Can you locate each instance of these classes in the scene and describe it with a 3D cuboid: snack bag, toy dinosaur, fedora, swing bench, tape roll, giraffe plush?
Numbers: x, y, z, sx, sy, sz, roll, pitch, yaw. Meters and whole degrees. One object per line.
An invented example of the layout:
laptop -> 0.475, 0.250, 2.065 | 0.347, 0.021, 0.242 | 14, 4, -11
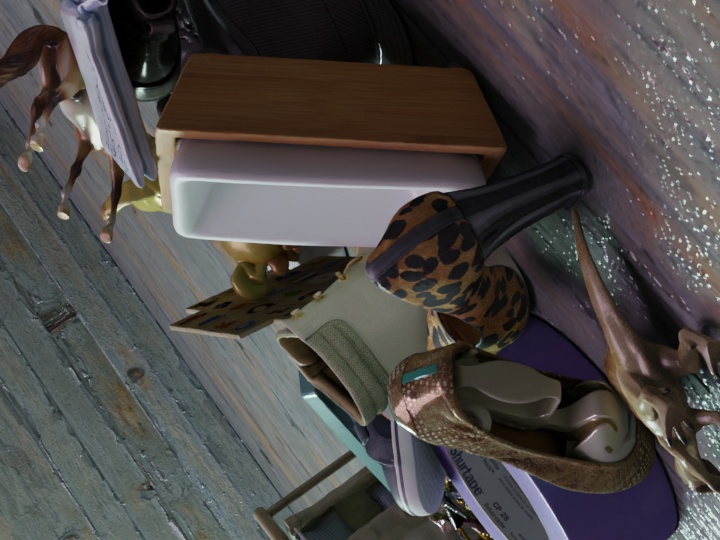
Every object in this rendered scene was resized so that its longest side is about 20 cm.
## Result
snack bag -> -0.173, -0.161, 0.776 | 0.189, 0.021, 0.202 | -139, 34, -67
toy dinosaur -> 0.160, 0.060, 0.690 | 0.201, 0.058, 0.101 | 60, 166, -12
fedora -> -0.059, -0.173, 0.834 | 0.201, 0.090, 0.177 | 55, 166, 5
swing bench -> 0.027, 0.276, 1.297 | 0.130, 0.198, 0.200 | 62, 164, -22
tape roll -> 0.128, 0.135, 0.901 | 0.200, 0.085, 0.200 | 50, 165, 19
giraffe plush -> -0.109, -0.070, 1.095 | 0.162, 0.173, 0.200 | 37, -162, -3

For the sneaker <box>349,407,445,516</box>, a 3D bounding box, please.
sneaker -> 0.020, 0.105, 1.015 | 0.078, 0.079, 0.202 | 43, -143, -55

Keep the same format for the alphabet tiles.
alphabet tiles -> -0.066, 0.021, 1.076 | 0.199, 0.166, 0.006 | 2, 114, 57

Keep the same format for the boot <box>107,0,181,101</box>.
boot -> -0.145, -0.214, 0.788 | 0.174, 0.069, 0.202 | 125, 128, -73

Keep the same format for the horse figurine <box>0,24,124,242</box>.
horse figurine -> -0.208, -0.115, 0.915 | 0.049, 0.134, 0.200 | 1, 153, 16

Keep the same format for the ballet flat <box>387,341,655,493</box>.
ballet flat -> 0.112, 0.088, 0.744 | 0.065, 0.198, 0.071 | -39, 45, 51

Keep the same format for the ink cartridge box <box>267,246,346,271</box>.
ink cartridge box -> -0.048, 0.017, 1.287 | 0.109, 0.050, 0.201 | 45, 163, 35

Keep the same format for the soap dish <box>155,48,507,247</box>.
soap dish -> -0.024, -0.071, 0.769 | 0.157, 0.198, 0.082 | 117, 155, -75

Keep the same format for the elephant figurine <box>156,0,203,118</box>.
elephant figurine -> -0.109, -0.139, 0.951 | 0.201, 0.154, 0.142 | 58, 158, 14

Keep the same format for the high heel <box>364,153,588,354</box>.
high heel -> 0.037, 0.017, 0.719 | 0.072, 0.142, 0.201 | 53, 146, 21

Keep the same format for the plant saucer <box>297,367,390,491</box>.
plant saucer -> -0.005, 0.126, 1.072 | 0.200, 0.019, 0.070 | 52, -158, -47

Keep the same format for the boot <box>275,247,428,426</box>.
boot -> 0.000, 0.000, 0.882 | 0.200, 0.154, 0.072 | 48, 164, 29

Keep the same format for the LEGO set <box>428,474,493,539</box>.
LEGO set -> 0.095, 0.228, 1.133 | 0.154, 0.115, 0.201 | 31, 150, 59
